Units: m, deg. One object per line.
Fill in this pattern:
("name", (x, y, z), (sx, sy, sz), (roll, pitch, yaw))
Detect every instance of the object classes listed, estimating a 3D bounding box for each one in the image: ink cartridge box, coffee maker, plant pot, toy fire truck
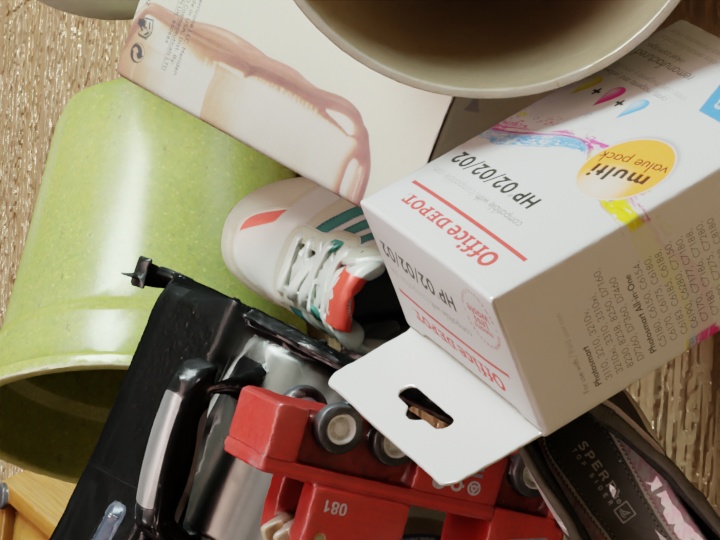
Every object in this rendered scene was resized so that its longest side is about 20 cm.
("ink cartridge box", (0.082, -0.010, 1.012), (0.115, 0.200, 0.068), (38, 155, 57))
("coffee maker", (-0.070, 0.116, 1.172), (0.200, 0.135, 0.192), (-64, 20, -2))
("plant pot", (0.051, -0.172, 1.105), (0.200, 0.187, 0.187), (-79, -5, -83))
("plant pot", (-0.106, 0.003, 1.404), (0.200, 0.200, 0.184), (-35, 45, 56))
("toy fire truck", (-0.016, 0.122, 1.063), (0.049, 0.200, 0.141), (20, 95, 66))

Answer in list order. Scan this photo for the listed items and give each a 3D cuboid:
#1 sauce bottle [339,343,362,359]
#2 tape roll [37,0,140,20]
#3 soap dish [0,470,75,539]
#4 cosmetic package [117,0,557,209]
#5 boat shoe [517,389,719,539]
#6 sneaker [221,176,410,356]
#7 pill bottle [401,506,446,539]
("sauce bottle", (0.007, -0.043, 1.303), (0.066, 0.066, 0.200), (-22, 69, 60))
("tape roll", (-0.110, -0.236, 1.394), (0.139, 0.203, 0.203), (5, 92, 61))
("soap dish", (-0.164, 0.210, 1.582), (0.200, 0.081, 0.157), (25, 110, 61))
("cosmetic package", (-0.005, -0.089, 1.212), (0.200, 0.103, 0.087), (30, 104, 39))
("boat shoe", (0.121, 0.120, 1.003), (0.067, 0.057, 0.200), (-42, 70, 15))
("sneaker", (0.000, 0.000, 1.210), (0.200, 0.093, 0.070), (20, 102, 34))
("pill bottle", (0.029, 0.213, 1.187), (0.111, 0.111, 0.200), (-62, 37, 39))
